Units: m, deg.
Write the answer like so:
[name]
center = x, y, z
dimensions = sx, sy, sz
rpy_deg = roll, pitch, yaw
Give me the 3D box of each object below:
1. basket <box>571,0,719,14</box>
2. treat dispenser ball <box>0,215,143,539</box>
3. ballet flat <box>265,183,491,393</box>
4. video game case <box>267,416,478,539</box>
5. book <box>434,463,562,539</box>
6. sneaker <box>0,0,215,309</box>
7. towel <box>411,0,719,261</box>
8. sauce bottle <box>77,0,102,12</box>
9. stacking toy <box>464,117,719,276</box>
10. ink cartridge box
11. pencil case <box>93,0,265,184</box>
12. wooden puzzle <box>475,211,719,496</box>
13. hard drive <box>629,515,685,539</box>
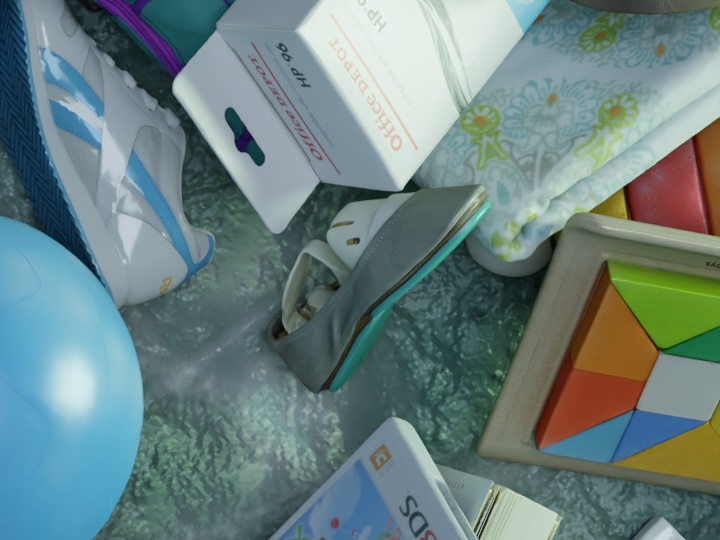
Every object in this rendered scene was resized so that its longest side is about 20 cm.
[basket]
center = 0.151, -0.245, 1.386
dimensions = 0.180, 0.136, 0.201
rpy_deg = -28, 125, -37
[treat dispenser ball]
center = -0.210, 0.069, 1.375
dimensions = 0.200, 0.201, 0.202
rpy_deg = 0, 87, -11
[ballet flat]
center = 0.000, 0.000, 1.429
dimensions = 0.064, 0.200, 0.067
rpy_deg = 42, 52, 3
[video game case]
center = -0.011, 0.204, 1.399
dimensions = 0.200, 0.182, 0.022
rpy_deg = -46, 135, 15
[book]
center = 0.017, 0.203, 1.449
dimensions = 0.048, 0.133, 0.201
rpy_deg = 28, 82, -26
[sneaker]
center = -0.146, -0.079, 1.465
dimensions = 0.081, 0.076, 0.201
rpy_deg = -22, 94, -25
[towel]
center = 0.105, -0.109, 1.468
dimensions = 0.200, 0.171, 0.048
rpy_deg = -36, 134, -10
[sauce bottle]
center = -0.091, -0.226, 1.482
dimensions = 0.200, 0.065, 0.065
rpy_deg = -41, 95, -11
[stacking toy]
center = 0.156, -0.037, 1.504
dimensions = 0.199, 0.146, 0.147
rpy_deg = -7, 89, 6
[ink cartridge box]
center = 0.005, -0.123, 1.402
dimensions = 0.200, 0.068, 0.116
rpy_deg = -52, 126, -25
[pencil case]
center = -0.085, -0.132, 1.429
dimensions = 0.200, 0.085, 0.093
rpy_deg = 49, 62, -32
[wooden puzzle]
center = 0.175, 0.057, 1.464
dimensions = 0.184, 0.200, 0.037
rpy_deg = 10, 44, -11
[hard drive]
center = 0.143, 0.256, 1.524
dimensions = 0.200, 0.025, 0.132
rpy_deg = -45, 96, -10
